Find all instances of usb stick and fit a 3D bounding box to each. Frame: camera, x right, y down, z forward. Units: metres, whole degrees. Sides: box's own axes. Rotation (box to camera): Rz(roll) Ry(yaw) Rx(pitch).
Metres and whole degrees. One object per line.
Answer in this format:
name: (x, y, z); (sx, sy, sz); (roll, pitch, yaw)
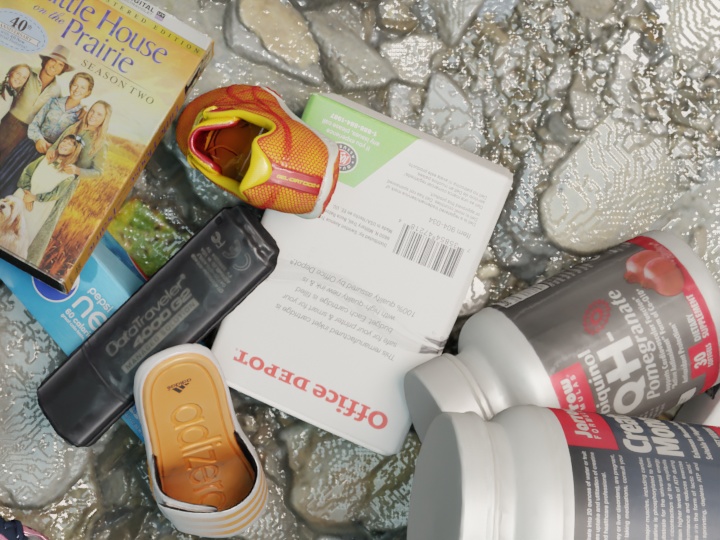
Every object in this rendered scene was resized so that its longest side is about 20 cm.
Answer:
usb stick: (-0.135, 0.038, 0.929); (0.200, 0.033, 0.056); (-43, 79, 14)

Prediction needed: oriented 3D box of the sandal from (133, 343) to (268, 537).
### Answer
sandal: (-0.106, 0.134, 0.945); (0.078, 0.060, 0.208); (-19, 139, -6)

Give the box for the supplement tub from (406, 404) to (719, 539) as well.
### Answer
supplement tub: (0.135, 0.152, 0.801); (0.197, 0.140, 0.143); (7, 99, -11)

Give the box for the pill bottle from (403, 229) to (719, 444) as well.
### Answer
pill bottle: (0.131, 0.061, 0.911); (0.198, 0.111, 0.112); (-25, 96, -15)

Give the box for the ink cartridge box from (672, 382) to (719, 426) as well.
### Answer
ink cartridge box: (0.307, 0.096, 0.946); (0.144, 0.083, 0.201); (32, 99, 0)

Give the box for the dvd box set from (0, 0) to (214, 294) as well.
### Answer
dvd box set: (-0.207, -0.105, 0.945); (0.145, 0.029, 0.202); (29, 71, 1)

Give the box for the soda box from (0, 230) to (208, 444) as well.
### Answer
soda box: (-0.180, 0.026, 0.988); (0.064, 0.068, 0.201); (-40, 93, 9)

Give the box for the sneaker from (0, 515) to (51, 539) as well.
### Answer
sneaker: (-0.273, 0.196, 1.032); (0.081, 0.070, 0.202); (-29, 93, -14)

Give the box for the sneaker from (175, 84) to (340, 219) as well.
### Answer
sneaker: (-0.081, -0.087, 0.905); (0.076, 0.199, 0.074); (16, 95, -29)

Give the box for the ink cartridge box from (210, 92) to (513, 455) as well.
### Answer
ink cartridge box: (0.000, 0.000, 0.960); (0.144, 0.084, 0.202); (23, 99, 2)
